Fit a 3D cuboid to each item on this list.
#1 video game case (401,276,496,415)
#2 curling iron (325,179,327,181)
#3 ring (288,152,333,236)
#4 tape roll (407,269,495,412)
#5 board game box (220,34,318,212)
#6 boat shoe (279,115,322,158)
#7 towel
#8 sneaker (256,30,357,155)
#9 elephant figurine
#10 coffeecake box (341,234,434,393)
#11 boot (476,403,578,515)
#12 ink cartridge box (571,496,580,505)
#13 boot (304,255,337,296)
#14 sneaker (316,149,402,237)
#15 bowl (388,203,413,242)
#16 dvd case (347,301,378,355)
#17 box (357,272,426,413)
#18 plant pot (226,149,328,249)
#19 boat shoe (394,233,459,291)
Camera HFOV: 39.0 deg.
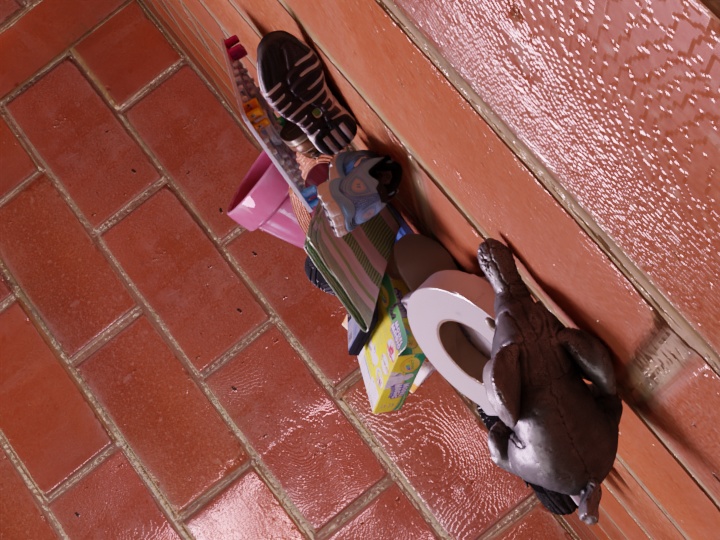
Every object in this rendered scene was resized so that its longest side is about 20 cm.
[{"bbox_3d":[0.157,0.099,1.245,0.200,0.024,0.182,52,153,-12],"label":"video game case"},{"bbox_3d":[0.010,-0.059,1.533,0.200,0.026,0.050,56,157,7],"label":"curling iron"},{"bbox_3d":[-0.044,-0.098,1.531,0.200,0.019,0.201,25,127,38],"label":"ring"},{"bbox_3d":[0.140,0.087,1.185,0.203,0.037,0.203,36,152,23],"label":"tape roll"},{"bbox_3d":[-0.124,-0.208,1.430,0.200,0.026,0.200,54,-169,-45],"label":"board game box"},{"bbox_3d":[-0.063,-0.190,1.377,0.068,0.072,0.200,53,-169,-20],"label":"boat shoe"},{"bbox_3d":[-0.006,-0.045,1.271,0.153,0.023,0.200,56,-148,-30],"label":"towel"},{"bbox_3d":[-0.085,-0.226,1.206,0.116,0.076,0.200,53,180,38],"label":"sneaker"},{"bbox_3d":[0.160,0.093,0.916,0.155,0.141,0.200,9,130,41],"label":"elephant figurine"},{"bbox_3d":[0.070,0.067,1.469,0.153,0.073,0.200,44,149,10],"label":"coffeecake box"},{"bbox_3d":[0.253,0.253,1.519,0.158,0.079,0.211,46,-159,-27],"label":"boot"},{"bbox_3d":[0.263,0.206,1.434,0.200,0.043,0.174,52,-160,-13],"label":"ink cartridge box"},{"bbox_3d":[0.016,0.017,1.714,0.198,0.074,0.162,14,-179,13],"label":"boot"},{"bbox_3d":[0.012,-0.099,1.193,0.200,0.090,0.079,-76,-36,-67],"label":"sneaker"},{"bbox_3d":[0.036,-0.070,1.588,0.201,0.039,0.201,51,177,4],"label":"bowl"},{"bbox_3d":[0.000,0.000,1.394,0.143,0.017,0.201,116,155,-64],"label":"dvd case"},{"bbox_3d":[0.041,0.098,1.375,0.200,0.048,0.118,105,153,-57],"label":"box"},{"bbox_3d":[-0.097,-0.123,1.707,0.179,0.200,0.200,36,-179,-15],"label":"plant pot"},{"bbox_3d":[0.116,0.038,1.334,0.201,0.070,0.072,48,170,11],"label":"boat shoe"}]
